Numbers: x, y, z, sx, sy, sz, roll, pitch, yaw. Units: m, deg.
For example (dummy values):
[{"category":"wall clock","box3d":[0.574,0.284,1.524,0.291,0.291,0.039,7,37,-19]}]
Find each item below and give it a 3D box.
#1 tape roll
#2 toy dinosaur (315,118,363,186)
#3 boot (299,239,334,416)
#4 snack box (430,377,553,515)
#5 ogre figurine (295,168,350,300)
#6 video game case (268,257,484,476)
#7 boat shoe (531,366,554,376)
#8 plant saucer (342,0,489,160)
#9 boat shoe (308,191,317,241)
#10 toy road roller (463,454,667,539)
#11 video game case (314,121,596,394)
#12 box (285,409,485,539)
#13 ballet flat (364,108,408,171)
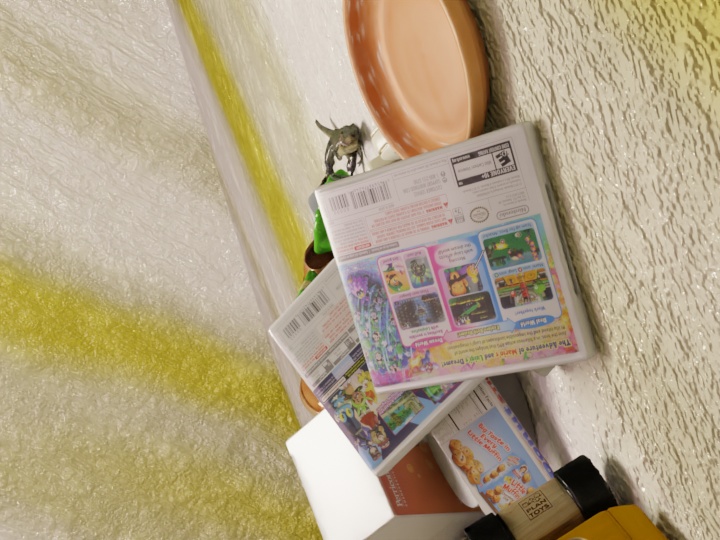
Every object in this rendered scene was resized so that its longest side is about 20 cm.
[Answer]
[{"category":"tape roll","box3d":[0.109,0.138,1.069,0.200,0.066,0.202,161,90,-78]},{"category":"toy dinosaur","box3d":[-0.027,-0.146,1.323,0.200,0.047,0.089,-146,54,-72]},{"category":"boot","box3d":[-0.042,0.066,1.226,0.201,0.073,0.156,-107,13,-58]},{"category":"snack box","box3d":[0.121,0.168,0.942,0.201,0.072,0.024,56,-161,13]},{"category":"ogre figurine","box3d":[0.000,0.000,1.132,0.098,0.119,0.202,79,-157,-72]},{"category":"video game case","box3d":[0.030,0.057,0.962,0.183,0.200,0.023,51,-162,20]},{"category":"boat shoe","box3d":[0.102,0.000,0.863,0.200,0.064,0.071,47,-171,3]},{"category":"plant saucer","box3d":[0.049,-0.180,0.871,0.200,0.037,0.201,49,153,36]},{"category":"boat shoe","box3d":[-0.032,-0.030,1.430,0.203,0.074,0.087,-108,-1,-54]},{"category":"toy road roller","box3d":[0.181,0.256,0.799,0.147,0.122,0.200,61,175,-30]},{"category":"video game case","box3d":[0.070,-0.003,0.821,0.198,0.024,0.184,-14,97,33]},{"category":"box","box3d":[0.040,0.233,1.166,0.106,0.199,0.153,-42,57,28]},{"category":"ballet flat","box3d":[0.038,-0.116,1.023,0.201,0.062,0.068,95,154,-62]}]
